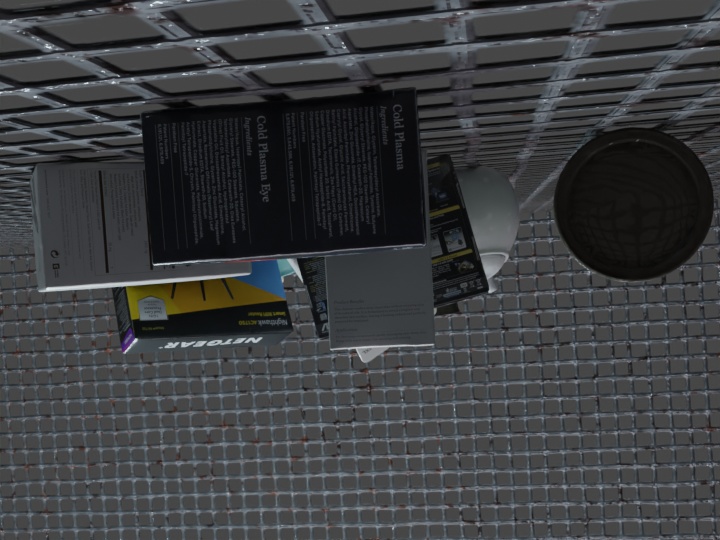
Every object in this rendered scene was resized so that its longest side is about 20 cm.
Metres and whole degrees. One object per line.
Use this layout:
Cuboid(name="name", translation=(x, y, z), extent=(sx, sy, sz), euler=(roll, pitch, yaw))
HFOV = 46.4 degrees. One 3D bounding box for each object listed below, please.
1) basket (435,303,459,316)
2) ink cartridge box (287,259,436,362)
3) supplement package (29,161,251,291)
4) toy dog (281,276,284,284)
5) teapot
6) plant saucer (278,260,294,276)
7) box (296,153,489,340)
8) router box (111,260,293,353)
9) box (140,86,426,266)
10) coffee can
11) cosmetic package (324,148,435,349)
Cuboid(name="basket", translation=(0.057, -0.032, 1.274), extent=(0.179, 0.201, 0.136), euler=(-3, -178, -4))
Cuboid(name="ink cartridge box", translation=(0.000, 0.000, 1.048), extent=(0.128, 0.200, 0.125), euler=(-35, 176, -9))
Cuboid(name="supplement package", translation=(-0.226, -0.045, 0.860), extent=(0.199, 0.120, 0.121), euler=(-4, 179, -25))
Cuboid(name="toy dog", translation=(-0.168, -0.068, 1.293), extent=(0.132, 0.096, 0.200), euler=(-40, 137, 12))
Cuboid(name="teapot", translation=(0.129, -0.041, 1.124), extent=(0.199, 0.147, 0.197), euler=(-6, 162, -25))
Cuboid(name="plant saucer", translation=(-0.129, -0.025, 1.205), extent=(0.199, 0.036, 0.200), euler=(-19, 169, -4))
Cuboid(name="box", translation=(0.028, -0.025, 0.945), extent=(0.199, 0.162, 0.049), euler=(-17, 180, 8))
Cuboid(name="router box", translation=(-0.188, 0.016, 0.988), extent=(0.199, 0.150, 0.051), euler=(0, 155, -36))
Cuboid(name="box", translation=(-0.042, -0.061, 0.630), extent=(0.181, 0.105, 0.200), euler=(-5, -179, 5))
Cuboid(name="coffee can", translation=(0.286, -0.066, 0.891), extent=(0.146, 0.147, 0.200), euler=(-3, -179, 17))
Cuboid(name="cosmetic package", translation=(0.017, -0.022, 0.870), extent=(0.112, 0.201, 0.081), euler=(-1, 180, 0))
